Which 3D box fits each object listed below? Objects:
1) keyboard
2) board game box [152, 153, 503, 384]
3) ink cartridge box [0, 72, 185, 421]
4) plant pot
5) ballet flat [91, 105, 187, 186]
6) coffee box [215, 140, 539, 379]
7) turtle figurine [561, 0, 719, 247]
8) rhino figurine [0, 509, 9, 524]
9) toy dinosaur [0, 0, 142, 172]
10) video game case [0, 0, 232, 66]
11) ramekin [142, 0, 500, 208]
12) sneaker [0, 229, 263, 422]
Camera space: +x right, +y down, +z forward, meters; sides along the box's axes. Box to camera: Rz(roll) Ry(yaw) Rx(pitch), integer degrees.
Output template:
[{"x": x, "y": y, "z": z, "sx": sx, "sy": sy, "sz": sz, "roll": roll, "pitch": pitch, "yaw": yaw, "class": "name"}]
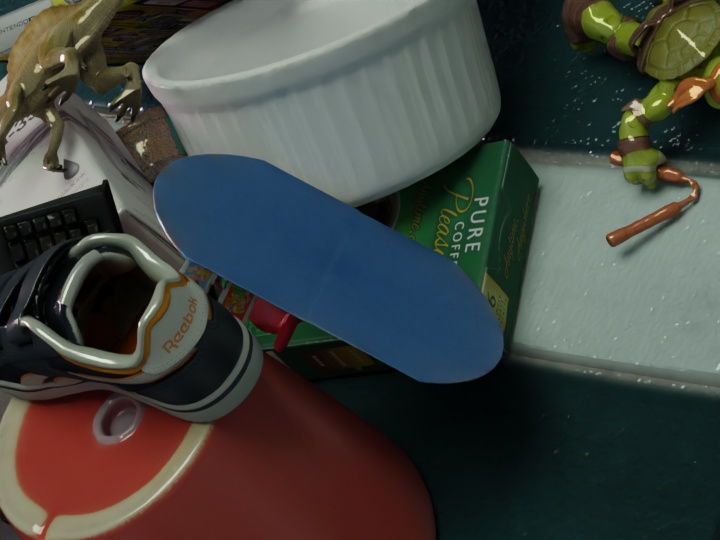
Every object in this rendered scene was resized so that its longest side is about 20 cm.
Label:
[{"x": -0.126, "y": 0.041, "z": 1.411, "sx": 0.126, "sy": 0.201, "sz": 0.021, "roll": -19, "pitch": 33, "yaw": -8, "class": "keyboard"}, {"x": -0.022, "y": 0.011, "z": 1.325, "sx": 0.039, "sy": 0.199, "sz": 0.158, "roll": -61, "pitch": 2, "yaw": 23, "class": "board game box"}, {"x": -0.192, "y": -0.013, "z": 1.494, "sx": 0.147, "sy": 0.083, "sz": 0.200, "roll": -45, "pitch": 38, "yaw": 5, "class": "ink cartridge box"}, {"x": -0.084, "y": 0.120, "z": 1.327, "sx": 0.199, "sy": 0.177, "sz": 0.201, "roll": -19, "pitch": 47, "yaw": 22, "class": "plant pot"}, {"x": -0.198, "y": -0.068, "z": 1.637, "sx": 0.199, "sy": 0.068, "sz": 0.068, "roll": -9, "pitch": 93, "yaw": 22, "class": "ballet flat"}, {"x": 0.000, "y": 0.000, "z": 1.460, "sx": 0.199, "sy": 0.044, "sz": 0.124, "roll": -10, "pitch": 52, "yaw": 30, "class": "coffee box"}, {"x": 0.170, "y": -0.120, "z": 1.414, "sx": 0.200, "sy": 0.064, "sz": 0.161, "roll": -52, "pitch": 34, "yaw": 8, "class": "turtle figurine"}, {"x": -0.158, "y": 0.054, "z": 1.521, "sx": 0.087, "sy": 0.060, "sz": 0.201, "roll": -9, "pitch": 50, "yaw": 34, "class": "rhino figurine"}, {"x": -0.164, "y": -0.122, "z": 1.439, "sx": 0.200, "sy": 0.058, "sz": 0.101, "roll": -45, "pitch": 41, "yaw": 10, "class": "toy dinosaur"}, {"x": -0.112, "y": -0.168, "z": 1.585, "sx": 0.180, "sy": 0.200, "sz": 0.026, "roll": -19, "pitch": 86, "yaw": 23, "class": "video game case"}, {"x": -0.015, "y": -0.106, "z": 1.467, "sx": 0.199, "sy": 0.098, "sz": 0.201, "roll": -19, "pitch": 19, "yaw": 7, "class": "ramekin"}, {"x": -0.140, "y": 0.019, "z": 1.263, "sx": 0.199, "sy": 0.079, "sz": 0.079, "roll": 5, "pitch": 61, "yaw": 40, "class": "sneaker"}]
